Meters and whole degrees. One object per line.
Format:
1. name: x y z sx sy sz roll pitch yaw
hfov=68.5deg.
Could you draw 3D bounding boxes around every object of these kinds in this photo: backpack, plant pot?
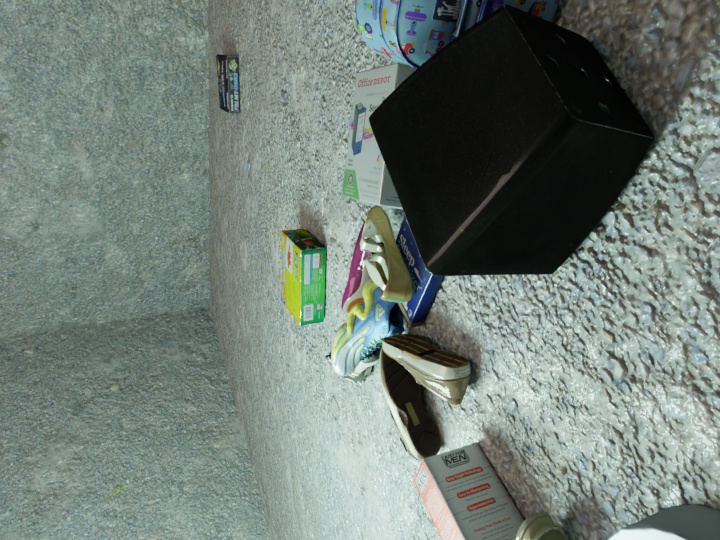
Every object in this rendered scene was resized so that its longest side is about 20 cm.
1. backpack: 0.100 -0.298 0.570 0.136 0.195 0.185 -120 33 -40
2. plant pot: 0.153 -0.129 0.525 0.178 0.196 0.203 -48 52 46

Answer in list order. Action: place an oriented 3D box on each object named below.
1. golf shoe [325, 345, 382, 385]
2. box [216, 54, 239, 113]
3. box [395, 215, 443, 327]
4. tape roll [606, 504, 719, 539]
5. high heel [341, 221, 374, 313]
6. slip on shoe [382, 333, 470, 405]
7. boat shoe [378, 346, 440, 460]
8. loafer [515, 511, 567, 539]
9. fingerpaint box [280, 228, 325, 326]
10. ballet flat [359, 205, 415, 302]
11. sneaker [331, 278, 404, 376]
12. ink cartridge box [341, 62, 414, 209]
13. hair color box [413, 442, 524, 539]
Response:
1. golf shoe: 0.003 0.189 1.105 0.089 0.077 0.199 56 153 -6
2. box: -0.507 -0.716 2.026 0.198 0.049 0.205 -137 45 -57
3. box: 0.095 -0.019 0.864 0.202 0.032 0.122 109 146 -43
4. tape roll: 0.299 0.315 0.448 0.199 0.065 0.206 172 90 -66
5. high heel: 0.000 0.000 1.051 0.201 0.066 0.098 -56 45 42
6. slip on shoe: 0.100 0.153 0.850 0.198 0.075 0.062 14 110 55
7. boat shoe: 0.073 0.232 0.933 0.075 0.073 0.207 121 136 -63
8. loafer: 0.235 0.383 0.611 0.068 0.074 0.205 -9 97 64
9. fingerpaint box: -0.151 0.013 1.380 0.167 0.072 0.205 -142 50 -57
10. ballet flat: 0.032 -0.034 0.888 0.069 0.062 0.203 110 148 -46
11. sneaker: 0.017 0.115 0.966 0.104 0.075 0.204 29 99 48
12. ink cartridge box: 0.045 -0.206 0.830 0.145 0.086 0.205 28 111 61
13. hair color box: 0.164 0.348 0.722 0.202 0.099 0.062 -119 32 -43
